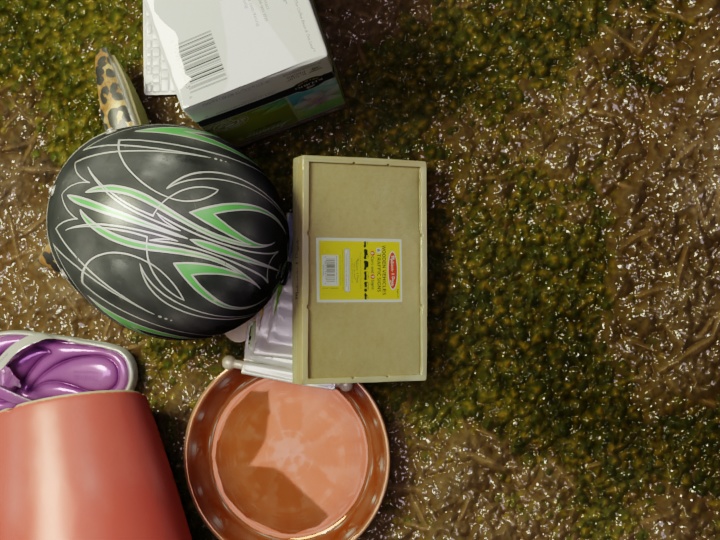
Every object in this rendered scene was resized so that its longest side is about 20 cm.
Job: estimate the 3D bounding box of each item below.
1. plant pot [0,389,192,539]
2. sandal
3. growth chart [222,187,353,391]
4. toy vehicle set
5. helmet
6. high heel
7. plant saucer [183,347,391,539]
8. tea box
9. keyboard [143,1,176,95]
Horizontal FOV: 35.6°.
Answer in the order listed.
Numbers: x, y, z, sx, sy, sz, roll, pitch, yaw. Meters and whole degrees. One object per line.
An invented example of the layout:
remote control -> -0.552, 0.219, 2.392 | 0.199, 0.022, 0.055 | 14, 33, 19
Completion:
plant pot -> -0.253, 0.210, 1.013 | 0.198, 0.200, 0.180 | -12, 77, 8
sandal -> -0.317, 0.097, 1.089 | 0.200, 0.050, 0.084 | -6, 87, 9
growth chart -> -0.043, 0.014, 1.048 | 0.143, 0.018, 0.202 | 17, 79, 11
toy vehicle set -> 0.000, 0.000, 1.010 | 0.123, 0.026, 0.203 | 2, 87, -24
helmet -> -0.162, -0.033, 0.965 | 0.197, 0.191, 0.203 | -2, 83, 14
high heel -> -0.267, -0.101, 1.076 | 0.141, 0.071, 0.203 | -16, 94, 2
plant saucer -> -0.068, 0.174, 1.056 | 0.197, 0.032, 0.203 | 0, 87, 8
tea box -> -0.109, -0.234, 0.994 | 0.132, 0.197, 0.202 | -20, 84, 4
keyboard -> -0.187, -0.274, 1.104 | 0.055, 0.011, 0.203 | -1, 88, 9
